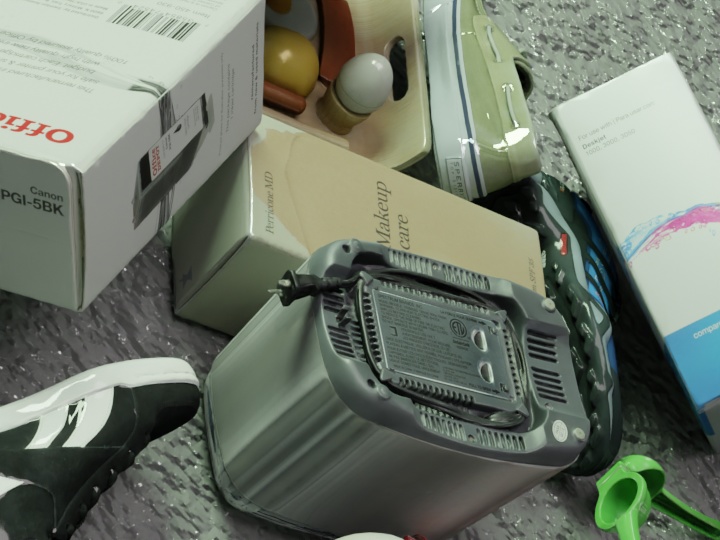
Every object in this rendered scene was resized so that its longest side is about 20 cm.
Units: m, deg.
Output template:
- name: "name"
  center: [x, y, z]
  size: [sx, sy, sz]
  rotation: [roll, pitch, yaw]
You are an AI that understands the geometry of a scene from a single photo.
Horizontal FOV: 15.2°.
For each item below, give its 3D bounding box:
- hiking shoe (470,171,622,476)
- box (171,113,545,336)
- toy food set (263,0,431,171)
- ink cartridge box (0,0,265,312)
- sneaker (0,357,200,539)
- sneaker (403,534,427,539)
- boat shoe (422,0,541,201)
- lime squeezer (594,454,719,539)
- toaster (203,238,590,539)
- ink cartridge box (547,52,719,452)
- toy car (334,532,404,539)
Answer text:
- name: "hiking shoe"
  center: [0.126, 0.026, 1.553]
  size: [0.086, 0.074, 0.201]
  rotation: [16, 53, -43]
- name: "box"
  center: [0.000, 0.000, 1.454]
  size: [0.199, 0.078, 0.096]
  rotation: [21, 46, -30]
- name: "toy food set"
  center: [-0.049, -0.149, 1.544]
  size: [0.199, 0.060, 0.144]
  rotation: [21, 46, -30]
- name: "ink cartridge box"
  center: [-0.153, -0.078, 1.325]
  size: [0.146, 0.083, 0.200]
  rotation: [16, 36, 19]
- name: "sneaker"
  center: [-0.141, 0.116, 1.243]
  size: [0.199, 0.073, 0.112]
  rotation: [-17, 74, -39]
- name: "sneaker"
  center: [0.068, 0.171, 1.385]
  size: [0.108, 0.067, 0.201]
  rotation: [46, 33, 10]
- name: "boat shoe"
  center: [0.071, -0.108, 1.591]
  size: [0.061, 0.072, 0.201]
  rotation: [-6, 41, 3]
- name: "lime squeezer"
  center: [0.155, 0.139, 1.488]
  size: [0.071, 0.038, 0.200]
  rotation: [65, 18, 3]
- name: "toaster"
  center: [0.008, 0.067, 1.366]
  size: [0.199, 0.129, 0.114]
  rotation: [14, 49, -35]
- name: "ink cartridge box"
  center: [0.195, -0.010, 1.584]
  size: [0.201, 0.084, 0.145]
  rotation: [64, 5, 17]
- name: "toy car"
  center: [-0.001, 0.220, 1.233]
  size: [0.200, 0.175, 0.150]
  rotation: [45, 5, -3]
